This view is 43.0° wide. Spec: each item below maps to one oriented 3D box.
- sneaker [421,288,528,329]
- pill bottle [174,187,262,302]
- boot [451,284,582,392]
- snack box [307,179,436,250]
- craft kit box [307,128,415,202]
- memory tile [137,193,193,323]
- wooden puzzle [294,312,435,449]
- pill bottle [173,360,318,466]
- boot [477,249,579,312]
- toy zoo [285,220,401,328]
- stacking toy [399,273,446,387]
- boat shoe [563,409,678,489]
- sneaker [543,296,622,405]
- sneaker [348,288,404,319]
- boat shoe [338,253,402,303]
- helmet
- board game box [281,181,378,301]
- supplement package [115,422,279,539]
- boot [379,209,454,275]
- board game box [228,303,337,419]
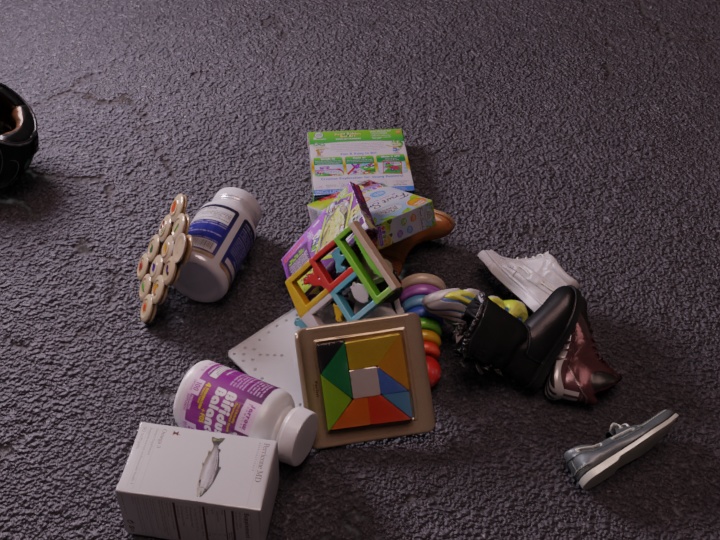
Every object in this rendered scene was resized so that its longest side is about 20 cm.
[{"bbox_3d":[0.193,0.091,1.495,0.199,0.076,0.105,8,71,-24],"label":"sneaker"},{"bbox_3d":[-0.253,-0.050,1.616,0.115,0.116,0.200,14,47,11],"label":"pill bottle"},{"bbox_3d":[0.245,0.084,1.451,0.162,0.073,0.199,28,88,-17],"label":"boot"},{"bbox_3d":[0.017,-0.099,1.613,0.142,0.053,0.200,-25,28,-25],"label":"snack box"},{"bbox_3d":[-0.002,-0.205,1.827,0.199,0.049,0.198,-2,49,-5],"label":"craft kit box"},{"bbox_3d":[-0.333,-0.019,1.538,0.017,0.200,0.154,15,40,-31],"label":"memory tile"},{"bbox_3d":[0.008,0.168,1.394,0.199,0.037,0.186,-8,87,-8],"label":"wooden puzzle"},{"bbox_3d":[-0.168,0.216,1.360,0.199,0.113,0.112,18,48,20],"label":"pill bottle"},{"bbox_3d":[0.293,0.002,1.585,0.096,0.074,0.200,-46,49,4],"label":"boot"},{"bbox_3d":[-0.041,0.031,1.479,0.131,0.200,0.020,57,28,13],"label":"toy zoo"},{"bbox_3d":[0.106,0.106,1.515,0.085,0.086,0.201,1,52,-2],"label":"stacking toy"},{"bbox_3d":[0.395,0.255,1.382,0.200,0.073,0.062,-27,57,-19],"label":"boat shoe"},{"bbox_3d":[0.376,0.139,1.501,0.115,0.076,0.200,17,58,7],"label":"sneaker"},{"bbox_3d":[0.030,0.087,1.512,0.080,0.077,0.200,1,26,-10],"label":"sneaker"},{"bbox_3d":[-0.002,0.002,1.548,0.074,0.063,0.201,-40,34,-16],"label":"boat shoe"},{"bbox_3d":[-0.724,-0.246,1.733,0.200,0.191,0.201,29,42,-30],"label":"helmet"},{"bbox_3d":[-0.055,-0.040,1.539,0.032,0.200,0.120,18,37,-41],"label":"board game box"},{"bbox_3d":[-0.222,0.303,1.277,0.199,0.118,0.117,7,44,4],"label":"supplement package"},{"bbox_3d":[0.071,-0.036,1.649,0.199,0.074,0.155,-4,44,10],"label":"boot"},{"bbox_3d":[-0.079,0.148,1.495,0.200,0.026,0.200,-33,56,-29],"label":"board game box"}]
